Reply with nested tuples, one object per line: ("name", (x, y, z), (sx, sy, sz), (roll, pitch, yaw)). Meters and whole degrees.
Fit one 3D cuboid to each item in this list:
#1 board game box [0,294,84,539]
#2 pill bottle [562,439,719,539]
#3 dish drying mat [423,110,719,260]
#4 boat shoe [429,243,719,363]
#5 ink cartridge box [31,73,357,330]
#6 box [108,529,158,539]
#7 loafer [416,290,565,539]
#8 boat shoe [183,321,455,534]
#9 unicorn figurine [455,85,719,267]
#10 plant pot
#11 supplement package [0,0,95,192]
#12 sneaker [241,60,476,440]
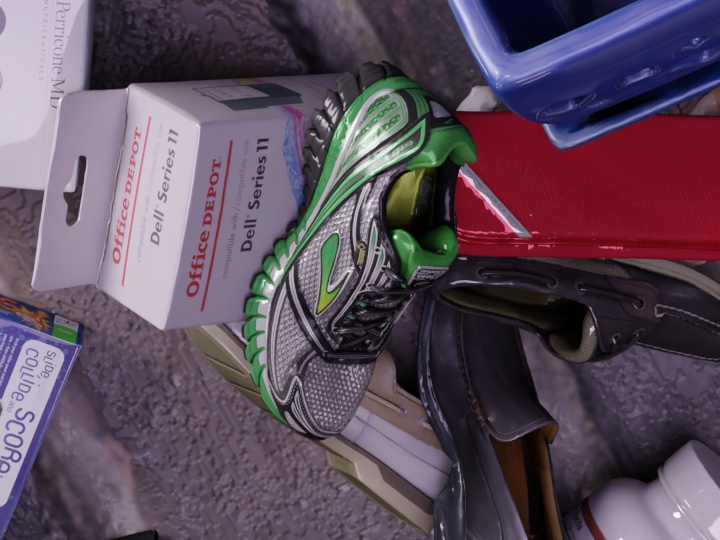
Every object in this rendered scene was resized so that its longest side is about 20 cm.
("board game box", (-0.253, 0.100, 1.492), (0.135, 0.034, 0.200), (21, 108, -11))
("pill bottle", (0.142, 0.192, 1.503), (0.200, 0.112, 0.112), (-42, 107, 12))
("dish drying mat", (0.131, -0.044, 1.384), (0.199, 0.018, 0.077), (1, 94, -10))
("boat shoe", (0.120, 0.020, 1.434), (0.200, 0.066, 0.072), (21, 152, -21))
("ink cartridge box", (-0.066, -0.036, 1.378), (0.200, 0.067, 0.117), (-7, 116, -40))
("box", (-0.132, 0.276, 1.495), (0.086, 0.164, 0.200), (-14, 111, 2))
("loafer", (0.081, 0.084, 1.456), (0.072, 0.073, 0.201), (-7, 91, 42))
("boat shoe", (-0.015, 0.064, 1.474), (0.200, 0.075, 0.068), (42, 80, -28))
("unicorn figurine", (0.130, -0.067, 1.428), (0.200, 0.074, 0.137), (42, 99, -13))
("plant pot", (0.133, -0.182, 1.305), (0.200, 0.180, 0.200), (-24, 71, 5))
("supplement package", (-0.240, -0.116, 1.374), (0.199, 0.110, 0.114), (4, 110, -4))
("sneaker", (0.000, 0.000, 1.346), (0.078, 0.085, 0.200), (-5, 120, -41))
